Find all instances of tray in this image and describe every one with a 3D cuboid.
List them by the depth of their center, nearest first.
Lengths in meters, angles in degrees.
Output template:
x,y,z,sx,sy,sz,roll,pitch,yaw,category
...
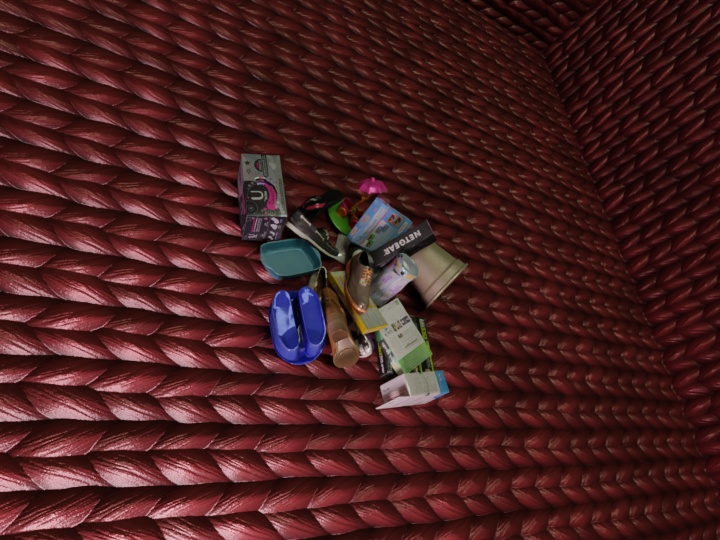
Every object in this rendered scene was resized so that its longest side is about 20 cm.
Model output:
x,y,z,sx,sy,sz,roll,pitch,yaw,category
0.007,-0.039,1.757,0.198,0.022,0.109,31,47,-22,tray

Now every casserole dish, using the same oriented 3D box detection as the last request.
x,y,z,sx,sy,sz,roll,pitch,yaw,category
-0.198,-0.028,1.549,0.198,0.039,0.122,-12,58,-45,casserole dish

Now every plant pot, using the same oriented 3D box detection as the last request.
x,y,z,sx,sy,sz,roll,pitch,yaw,category
0.220,-0.011,1.821,0.183,0.201,0.200,44,43,9,plant pot

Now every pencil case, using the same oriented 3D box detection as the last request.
x,y,z,sx,sy,sz,roll,pitch,yaw,category
0.086,0.038,1.649,0.083,0.200,0.091,35,37,-15,pencil case

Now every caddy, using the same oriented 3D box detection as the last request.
x,y,z,sx,sy,sz,roll,pitch,yaw,category
-0.164,0.140,1.440,0.138,0.105,0.204,-8,67,-16,caddy

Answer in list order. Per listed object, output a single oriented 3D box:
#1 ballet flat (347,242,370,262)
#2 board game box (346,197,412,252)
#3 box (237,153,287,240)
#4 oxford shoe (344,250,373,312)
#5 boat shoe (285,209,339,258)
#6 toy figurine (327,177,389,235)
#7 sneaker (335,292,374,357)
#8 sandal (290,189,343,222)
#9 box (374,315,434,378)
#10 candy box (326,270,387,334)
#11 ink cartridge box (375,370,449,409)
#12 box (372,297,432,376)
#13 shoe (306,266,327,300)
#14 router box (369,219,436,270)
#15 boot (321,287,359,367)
x,y,z,sx,sy,sz,roll,pitch,yaw,category
0.000,0.000,1.672,0.067,0.068,0.204,12,65,-32,ballet flat
0.064,-0.128,1.727,0.037,0.152,0.199,46,13,34,board game box
-0.275,-0.201,1.523,0.112,0.133,0.204,-2,64,-20,box
0.000,0.026,1.545,0.070,0.073,0.202,21,40,-29,oxford shoe
-0.129,-0.105,1.626,0.199,0.061,0.074,35,4,-30,boat shoe
0.023,-0.199,1.743,0.200,0.184,0.150,46,38,-5,toy figurine
-0.029,0.157,1.582,0.202,0.080,0.083,59,19,7,sneaker
-0.136,-0.202,1.676,0.199,0.046,0.075,-37,56,-27,sandal
0.130,0.229,1.677,0.190,0.047,0.204,14,55,-37,box
-0.009,0.085,1.561,0.101,0.026,0.202,-7,56,-49,candy box
0.139,0.336,1.564,0.197,0.116,0.069,5,60,-39,ink cartridge box
0.112,0.195,1.627,0.143,0.036,0.202,-24,78,-45,box
-0.127,0.077,1.546,0.069,0.053,0.203,26,50,-25,shoe
0.133,-0.072,1.691,0.052,0.198,0.149,61,6,11,router box
-0.059,0.156,1.502,0.072,0.202,0.156,-14,47,-7,boot
